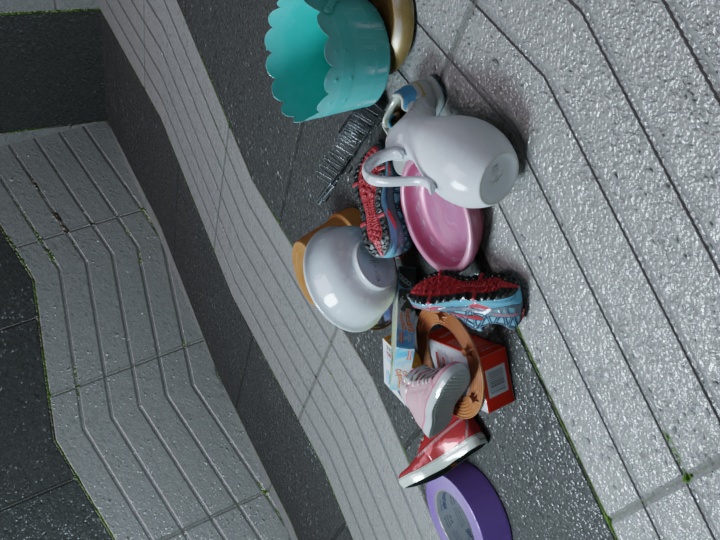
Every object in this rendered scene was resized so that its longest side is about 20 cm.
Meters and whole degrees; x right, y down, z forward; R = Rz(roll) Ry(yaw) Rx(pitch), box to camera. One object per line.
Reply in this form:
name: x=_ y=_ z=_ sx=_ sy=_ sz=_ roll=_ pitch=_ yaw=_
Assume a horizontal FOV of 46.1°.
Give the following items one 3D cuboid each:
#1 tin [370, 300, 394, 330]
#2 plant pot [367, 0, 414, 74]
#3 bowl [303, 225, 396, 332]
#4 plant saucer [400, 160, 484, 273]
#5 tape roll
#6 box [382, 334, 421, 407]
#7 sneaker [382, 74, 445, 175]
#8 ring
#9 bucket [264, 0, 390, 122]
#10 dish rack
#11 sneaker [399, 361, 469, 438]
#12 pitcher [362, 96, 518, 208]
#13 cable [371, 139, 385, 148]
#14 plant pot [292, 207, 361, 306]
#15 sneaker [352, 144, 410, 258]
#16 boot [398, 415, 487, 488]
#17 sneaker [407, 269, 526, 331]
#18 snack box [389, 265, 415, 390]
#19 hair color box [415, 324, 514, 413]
tin: x=0.015 y=0.016 z=1.647 sx=0.042 sy=0.110 sz=0.204 roll=13 pitch=118 yaw=63
plant pot: x=0.019 y=-0.420 z=1.384 sx=0.199 sy=0.027 sz=0.203 roll=32 pitch=130 yaw=48
bowl: x=0.000 y=0.000 z=1.513 sx=0.090 sy=0.199 sz=0.204 roll=-28 pitch=81 yaw=43
plant saucer: x=0.136 y=-0.097 z=1.367 sx=0.201 sy=0.050 sz=0.203 roll=45 pitch=146 yaw=42
tape roll: x=0.206 y=0.476 z=1.628 sx=0.200 sy=0.065 sz=0.203 roll=49 pitch=149 yaw=43
box: x=0.099 y=0.217 z=1.704 sx=0.200 sy=0.041 sz=0.121 roll=41 pitch=143 yaw=47
sneaker: x=0.073 y=-0.229 z=1.374 sx=0.077 sy=0.080 sz=0.201 roll=56 pitch=154 yaw=27
ring: x=0.145 y=0.155 z=1.430 sx=0.200 sy=0.019 sz=0.203 roll=43 pitch=141 yaw=48
bucket: x=-0.054 y=-0.349 z=1.375 sx=0.206 sy=0.133 sz=0.211 roll=29 pitch=125 yaw=50
dish rack: x=-0.029 y=-0.213 z=1.498 sx=0.054 sy=0.202 sz=0.153 roll=32 pitch=155 yaw=-6
sneaker: x=0.114 y=0.189 z=1.403 sx=0.105 sy=0.075 sz=0.202 roll=53 pitch=153 yaw=27
pitcher: x=0.112 y=-0.154 z=1.215 sx=0.199 sy=0.171 sz=0.122 roll=35 pitch=160 yaw=40
cable: x=0.046 y=-0.140 z=1.572 sx=0.097 sy=0.049 sz=0.204 roll=-168 pitch=73 yaw=-65
plant pot: x=-0.052 y=-0.015 z=1.739 sx=0.200 sy=0.138 sz=0.203 roll=46 pitch=145 yaw=45
sneaker: x=0.045 y=-0.119 z=1.492 sx=0.078 sy=0.095 sz=0.204 roll=-13 pitch=77 yaw=41
boot: x=0.129 y=0.307 z=1.583 sx=0.199 sy=0.072 sz=0.146 roll=-41 pitch=64 yaw=25
sneaker: x=0.164 y=0.060 z=1.328 sx=0.197 sy=0.080 sz=0.097 roll=2 pitch=130 yaw=38
snack box: x=0.078 y=0.104 z=1.543 sx=0.202 sy=0.036 sz=0.117 roll=-85 pitch=0 yaw=-46
hair color box: x=0.178 y=0.164 z=1.461 sx=0.199 sy=0.060 sz=0.103 roll=18 pitch=123 yaw=61
